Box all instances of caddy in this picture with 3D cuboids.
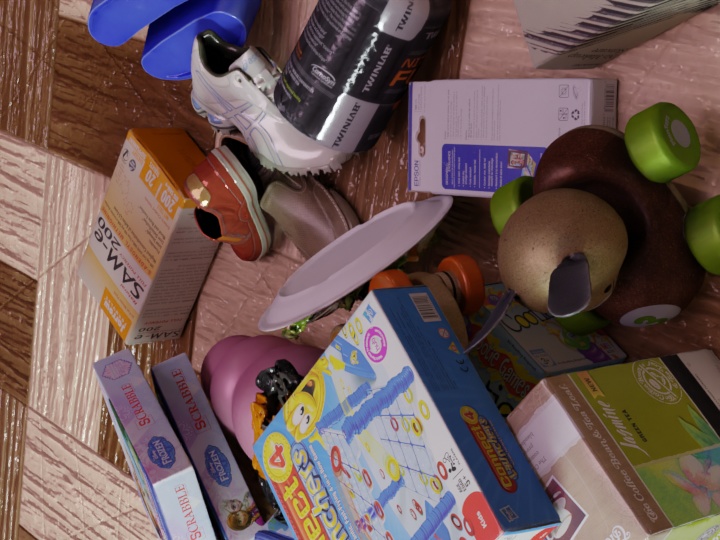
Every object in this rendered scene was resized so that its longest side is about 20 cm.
[{"bbox_3d":[-0.177,-0.276,1.411,0.200,0.141,0.105,-19,50,47],"label":"caddy"}]

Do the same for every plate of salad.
[{"bbox_3d":[0.000,0.000,1.228,0.200,0.200,0.048,-22,107,47],"label":"plate of salad"}]

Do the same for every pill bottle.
[{"bbox_3d":[0.010,-0.209,1.239,0.106,0.106,0.200,52,128,30],"label":"pill bottle"}]

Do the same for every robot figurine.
[{"bbox_3d":[-0.034,0.154,1.202,0.200,0.058,0.146,18,111,60],"label":"robot figurine"}]

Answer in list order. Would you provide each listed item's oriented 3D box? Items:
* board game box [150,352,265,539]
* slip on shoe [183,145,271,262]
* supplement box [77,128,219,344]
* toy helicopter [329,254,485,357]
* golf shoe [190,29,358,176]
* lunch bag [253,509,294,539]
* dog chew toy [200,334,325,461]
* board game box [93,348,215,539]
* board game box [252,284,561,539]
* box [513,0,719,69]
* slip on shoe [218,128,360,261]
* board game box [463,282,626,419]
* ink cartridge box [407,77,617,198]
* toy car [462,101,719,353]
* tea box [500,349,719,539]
[{"bbox_3d":[-0.149,0.210,1.440,0.200,0.041,0.200,95,150,-63],"label":"board game box"},{"bbox_3d":[-0.131,-0.055,1.382,0.074,0.061,0.200,51,171,17],"label":"slip on shoe"},{"bbox_3d":[-0.221,-0.036,1.539,0.126,0.073,0.200,49,128,33],"label":"supplement box"},{"bbox_3d":[0.030,0.067,1.140,0.200,0.079,0.133,-15,88,62],"label":"toy helicopter"},{"bbox_3d":[-0.089,-0.158,1.340,0.200,0.078,0.097,28,148,28],"label":"golf shoe"},{"bbox_3d":[0.005,0.271,1.262,0.200,0.082,0.161,5,137,51],"label":"lunch bag"},{"bbox_3d":[-0.087,0.118,1.382,0.200,0.124,0.125,25,113,52],"label":"dog chew toy"},{"bbox_3d":[-0.186,0.208,1.370,0.200,0.041,0.200,-131,23,-52],"label":"board game box"},{"bbox_3d":[0.023,0.149,1.019,0.196,0.056,0.200,-53,53,37],"label":"board game box"},{"bbox_3d":[0.211,-0.214,1.040,0.200,0.082,0.069,-25,77,48],"label":"box"},{"bbox_3d":[-0.068,-0.068,1.375,0.200,0.060,0.076,57,131,26],"label":"slip on shoe"},{"bbox_3d":[0.109,0.117,1.171,0.103,0.105,0.200,48,128,33],"label":"board game box"},{"bbox_3d":[0.121,-0.109,1.181,0.200,0.039,0.100,8,101,46],"label":"ink cartridge box"},{"bbox_3d":[0.156,-0.001,1.011,0.164,0.200,0.158,-28,100,42],"label":"toy car"},{"bbox_3d":[0.175,0.175,1.037,0.134,0.196,0.200,57,131,27],"label":"tea box"}]
